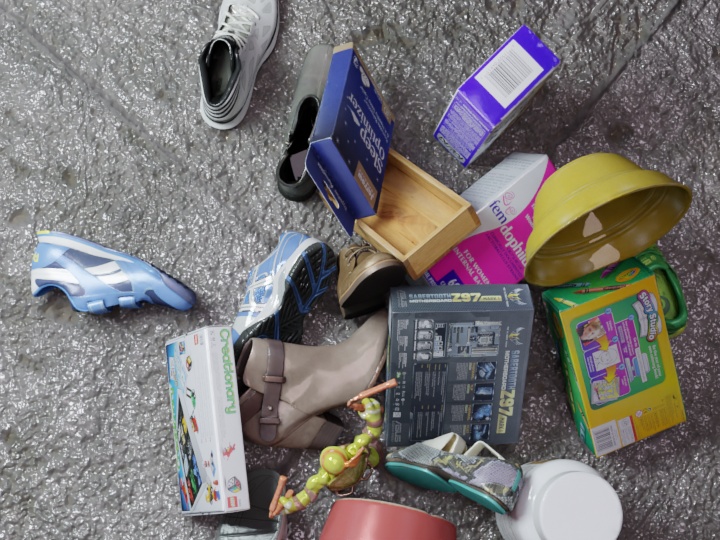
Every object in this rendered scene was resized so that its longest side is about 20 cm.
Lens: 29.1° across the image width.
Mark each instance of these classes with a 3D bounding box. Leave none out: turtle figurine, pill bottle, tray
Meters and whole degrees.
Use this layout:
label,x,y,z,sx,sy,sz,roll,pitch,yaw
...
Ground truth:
label,x,y,z,sx,sy,sz,roll,pitch,yaw
turtle figurine,-0.012,0.206,1.527,0.064,0.161,0.200,40,89,13
pill bottle,0.219,0.265,1.522,0.113,0.200,0.115,1,82,-5
tray,0.042,-0.070,1.574,0.098,0.200,0.037,-40,128,-8

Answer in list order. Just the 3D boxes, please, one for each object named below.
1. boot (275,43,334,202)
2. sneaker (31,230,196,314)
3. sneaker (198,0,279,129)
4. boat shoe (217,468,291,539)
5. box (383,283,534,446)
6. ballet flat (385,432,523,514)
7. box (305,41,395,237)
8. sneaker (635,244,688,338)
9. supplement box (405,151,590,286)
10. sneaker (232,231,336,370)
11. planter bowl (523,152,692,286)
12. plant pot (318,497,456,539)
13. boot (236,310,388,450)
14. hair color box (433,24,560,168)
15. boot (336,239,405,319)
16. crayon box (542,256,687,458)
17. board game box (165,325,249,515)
label,x,y,z,sx,sy,sz,roll,pitch,yaw
boot,-0.052,-0.180,1.601,0.067,0.131,0.202,13,81,-1
sneaker,-0.285,0.018,1.589,0.198,0.074,0.083,18,83,6
sneaker,-0.139,-0.271,1.616,0.075,0.115,0.202,14,81,-2
boat shoe,-0.120,0.327,1.565,0.074,0.065,0.204,2,75,16
box,0.107,0.108,1.552,0.156,0.201,0.051,-1,37,-3
ballet flat,0.109,0.218,1.541,0.072,0.200,0.073,-5,98,-37
box,-0.009,-0.147,1.564,0.032,0.121,0.201,-11,44,24
sneaker,0.327,-0.014,1.629,0.074,0.084,0.201,-34,85,-8
supplement box,0.148,-0.037,1.600,0.200,0.103,0.101,-39,105,-9
sneaker,-0.103,0.045,1.604,0.076,0.077,0.201,32,94,-42
planter bowl,0.252,-0.069,1.507,0.199,0.201,0.084,-21,67,-7
plant pot,0.020,0.352,1.510,0.199,0.201,0.179,13,72,-2
boot,-0.063,0.111,1.571,0.146,0.070,0.201,26,90,-22
hair color box,0.152,-0.194,1.583,0.109,0.200,0.065,-44,89,-9
boot,0.000,0.000,1.545,0.073,0.200,0.076,-16,81,-11
crayon box,0.290,0.099,1.577,0.118,0.058,0.201,-21,114,-7
board game box,-0.172,0.169,1.545,0.034,0.126,0.202,-3,82,-29
